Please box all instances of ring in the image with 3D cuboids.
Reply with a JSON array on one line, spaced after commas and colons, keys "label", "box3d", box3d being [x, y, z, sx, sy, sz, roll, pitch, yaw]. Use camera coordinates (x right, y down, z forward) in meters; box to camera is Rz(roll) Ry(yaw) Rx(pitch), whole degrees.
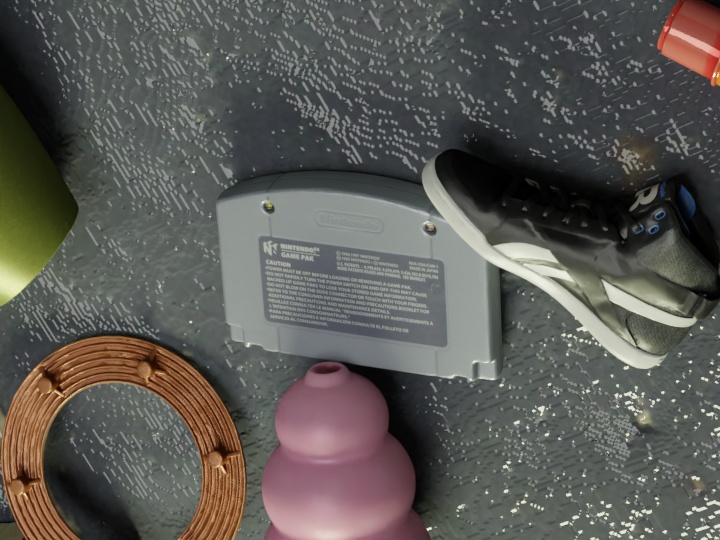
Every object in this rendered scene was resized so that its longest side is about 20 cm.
[{"label": "ring", "box3d": [-0.177, 0.147, 1.888, 0.200, 0.019, 0.201, 3, 99, 21]}]

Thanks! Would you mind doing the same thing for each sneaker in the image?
[{"label": "sneaker", "box3d": [0.146, -0.037, 1.647, 0.200, 0.073, 0.112, 37, 123, -7]}]

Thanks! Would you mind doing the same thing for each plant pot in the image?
[{"label": "plant pot", "box3d": [-0.298, -0.073, 1.784, 0.200, 0.187, 0.187, 40, 127, -18]}]

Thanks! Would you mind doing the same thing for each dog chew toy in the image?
[{"label": "dog chew toy", "box3d": [-0.014, 0.160, 1.796, 0.124, 0.125, 0.200, 3, 111, 24]}]

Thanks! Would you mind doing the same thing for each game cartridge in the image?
[{"label": "game cartridge", "box3d": [0.000, 0.000, 1.752, 0.200, 0.041, 0.133, 8, 123, 21]}]

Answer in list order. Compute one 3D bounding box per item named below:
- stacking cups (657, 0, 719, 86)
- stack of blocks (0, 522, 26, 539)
[{"label": "stacking cups", "box3d": [0.273, -0.106, 1.549, 0.200, 0.061, 0.061, 27, 124, 10]}, {"label": "stack of blocks", "box3d": [-0.254, 0.257, 1.994, 0.200, 0.059, 0.115, -6, 113, 28]}]
